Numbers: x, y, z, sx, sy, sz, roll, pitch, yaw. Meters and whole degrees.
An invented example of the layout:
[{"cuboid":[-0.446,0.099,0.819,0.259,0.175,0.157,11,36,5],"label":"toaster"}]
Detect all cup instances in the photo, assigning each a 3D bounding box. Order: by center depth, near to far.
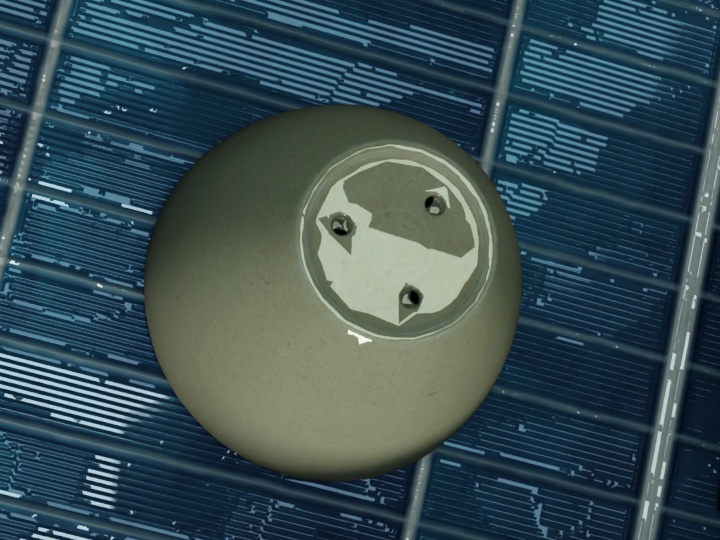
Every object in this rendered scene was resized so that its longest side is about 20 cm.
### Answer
[{"cuboid":[0.000,0.000,1.283,0.200,0.143,0.200,3,79,-14],"label":"cup"}]
